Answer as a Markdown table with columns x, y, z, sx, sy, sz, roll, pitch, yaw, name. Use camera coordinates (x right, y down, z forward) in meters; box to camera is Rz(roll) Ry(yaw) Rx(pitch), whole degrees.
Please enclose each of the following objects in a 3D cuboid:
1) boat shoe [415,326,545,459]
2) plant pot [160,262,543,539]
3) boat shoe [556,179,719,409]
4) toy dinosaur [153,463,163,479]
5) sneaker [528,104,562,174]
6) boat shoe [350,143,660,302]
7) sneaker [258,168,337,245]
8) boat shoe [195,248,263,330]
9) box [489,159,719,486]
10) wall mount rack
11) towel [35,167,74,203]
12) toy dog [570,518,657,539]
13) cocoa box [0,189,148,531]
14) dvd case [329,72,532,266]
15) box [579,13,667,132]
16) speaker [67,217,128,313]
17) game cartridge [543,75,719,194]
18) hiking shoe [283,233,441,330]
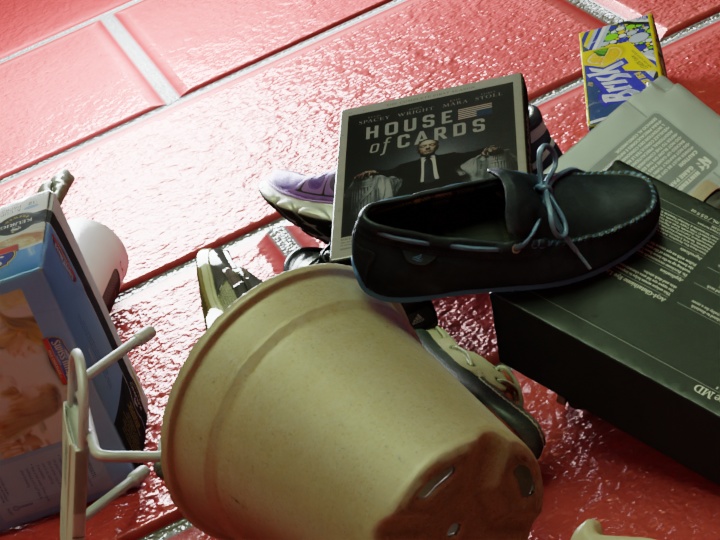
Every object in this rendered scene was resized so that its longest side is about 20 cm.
| x | y | z | sx | sy | sz | roll | pitch | yaw | name |
| --- | --- | --- | --- | --- | --- | --- | --- | --- | --- |
| 0.076 | 0.085 | 1.358 | 0.062 | 0.071 | 0.200 | -27 | 23 | -18 | boat shoe |
| 0.007 | 0.124 | 1.226 | 0.200 | 0.201 | 0.183 | -33 | 40 | -22 | plant pot |
| 0.209 | 0.025 | 1.365 | 0.063 | 0.073 | 0.200 | 34 | 69 | 15 | boat shoe |
| -0.066 | 0.100 | 1.391 | 0.200 | 0.102 | 0.136 | -47 | -3 | 21 | toy dinosaur |
| 0.070 | -0.072 | 1.604 | 0.199 | 0.109 | 0.070 | -18 | 28 | 10 | sneaker |
| 0.094 | -0.027 | 1.229 | 0.199 | 0.069 | 0.084 | -17 | 48 | -9 | boat shoe |
| 0.006 | -0.061 | 1.581 | 0.199 | 0.081 | 0.084 | 9 | 70 | 40 | sneaker |
| -0.091 | 0.039 | 1.571 | 0.066 | 0.072 | 0.201 | -12 | 26 | -4 | boat shoe |
| 0.204 | 0.035 | 1.253 | 0.200 | 0.079 | 0.141 | 30 | 58 | 30 | box |
| -0.167 | 0.132 | 1.337 | 0.074 | 0.201 | 0.174 | 0 | 26 | -14 | wall mount rack |
| -0.313 | 0.025 | 1.669 | 0.193 | 0.034 | 0.200 | -58 | 9 | 29 | towel |
| 0.154 | 0.221 | 0.999 | 0.199 | 0.140 | 0.195 | -14 | 64 | 11 | toy dog |
| -0.254 | 0.070 | 1.475 | 0.133 | 0.201 | 0.131 | -18 | 27 | 5 | cocoa box |
| 0.055 | -0.073 | 1.482 | 0.150 | 0.025 | 0.200 | -11 | 37 | 10 | dvd case |
| 0.229 | -0.146 | 1.680 | 0.070 | 0.065 | 0.200 | -15 | 27 | 12 | box |
| -0.256 | 0.036 | 1.676 | 0.081 | 0.081 | 0.200 | -14 | 27 | 14 | speaker |
| 0.200 | -0.044 | 1.457 | 0.200 | 0.041 | 0.133 | -40 | 61 | -15 | game cartridge |
| 0.000 | 0.000 | 1.524 | 0.075 | 0.101 | 0.200 | -21 | 26 | -25 | hiking shoe |
